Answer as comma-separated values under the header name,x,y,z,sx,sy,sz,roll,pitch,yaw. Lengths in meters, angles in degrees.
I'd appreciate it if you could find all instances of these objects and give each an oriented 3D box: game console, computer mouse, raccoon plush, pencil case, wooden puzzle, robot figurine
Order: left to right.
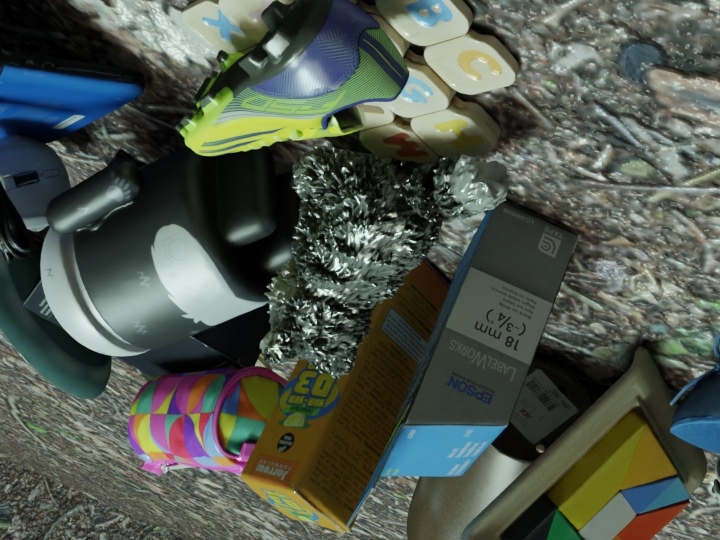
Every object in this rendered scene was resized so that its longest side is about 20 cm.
name,x,y,z,sx,sy,sz,roll,pitch,yaw
game console,-0.265,-0.169,0.801,0.169,0.120,0.199,2,174,-35
computer mouse,-0.248,-0.068,0.840,0.200,0.043,0.111,-109,-1,-83
robot figurine,-0.133,-0.017,0.810,0.198,0.125,0.152,-22,106,23
pencil case,-0.125,0.127,0.941,0.088,0.089,0.199,35,155,-21
raccoon plush,0.000,0.000,0.682,0.095,0.136,0.200,16,173,-17
wooden puzzle,0.177,0.177,0.843,0.037,0.200,0.185,38,172,45

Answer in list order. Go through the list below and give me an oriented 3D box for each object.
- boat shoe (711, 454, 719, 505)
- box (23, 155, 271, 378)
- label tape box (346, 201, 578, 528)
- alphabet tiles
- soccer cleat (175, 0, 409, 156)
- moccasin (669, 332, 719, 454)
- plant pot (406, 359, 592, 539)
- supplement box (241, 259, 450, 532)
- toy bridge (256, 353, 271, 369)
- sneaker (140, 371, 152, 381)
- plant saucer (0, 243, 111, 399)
name,x,y,z,sx,sy,sz,roll,pitch,yaw
boat shoe,0.295,0.160,0.847,0.065,0.073,0.201,23,157,18
box,-0.179,0.015,0.996,0.181,0.105,0.200,32,157,-15
label tape box,0.064,0.076,0.738,0.063,0.202,0.145,24,158,3
alphabet tiles,-0.014,-0.124,0.632,0.200,0.015,0.194,40,154,-30
soccer cleat,-0.043,-0.092,0.632,0.083,0.065,0.199,32,159,-19
moccasin,0.259,0.070,0.696,0.079,0.069,0.200,21,160,-8
plant pot,0.132,0.167,0.935,0.185,0.188,0.201,19,143,16
supplement box,-0.006,0.082,0.826,0.066,0.202,0.069,1,148,45
toy bridge,-0.058,0.133,1.173,0.027,0.068,0.200,3,149,44
sneaker,-0.242,0.065,1.211,0.198,0.077,0.114,29,156,-11
plant saucer,-0.319,0.041,1.176,0.201,0.027,0.200,55,-172,-11
